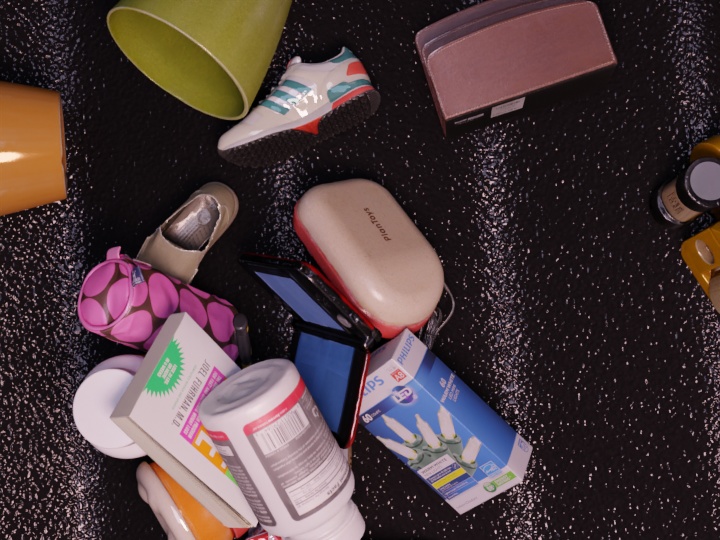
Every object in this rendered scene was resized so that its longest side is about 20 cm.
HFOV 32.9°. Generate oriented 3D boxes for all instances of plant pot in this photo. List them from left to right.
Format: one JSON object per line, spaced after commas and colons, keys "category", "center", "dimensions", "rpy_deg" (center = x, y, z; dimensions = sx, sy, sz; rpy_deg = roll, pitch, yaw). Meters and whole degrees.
{"category": "plant pot", "center": [-0.432, -0.140, 1.390], "dimensions": [0.183, 0.200, 0.201], "rpy_deg": [-4, 86, -11]}
{"category": "plant pot", "center": [-0.155, -0.308, 1.390], "dimensions": [0.187, 0.187, 0.200], "rpy_deg": [31, 73, 6]}

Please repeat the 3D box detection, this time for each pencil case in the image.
{"category": "pencil case", "center": [-0.216, 0.047, 1.354], "dimensions": [0.091, 0.200, 0.094], "rpy_deg": [-14, 65, 28]}

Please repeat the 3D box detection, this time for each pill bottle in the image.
{"category": "pill bottle", "center": [-0.247, 0.148, 1.341], "dimensions": [0.111, 0.200, 0.112], "rpy_deg": [0, 86, 4]}
{"category": "pill bottle", "center": [-0.073, 0.200, 1.246], "dimensions": [0.110, 0.111, 0.200], "rpy_deg": [-26, 107, 2]}

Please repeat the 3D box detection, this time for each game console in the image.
{"category": "game console", "center": [-0.073, 0.081, 1.321], "dimensions": [0.172, 0.200, 0.119], "rpy_deg": [45, 75, -22]}

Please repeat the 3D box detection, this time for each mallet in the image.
{"category": "mallet", "center": [-0.126, 0.091, 1.341], "dimensions": [0.041, 0.200, 0.066], "rpy_deg": [-2, 54, -3]}

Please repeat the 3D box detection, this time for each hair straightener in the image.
{"category": "hair straightener", "center": [0.062, 0.092, 1.408], "dimensions": [0.077, 0.041, 0.201], "rpy_deg": [19, 83, 5]}

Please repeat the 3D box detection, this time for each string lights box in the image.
{"category": "string lights box", "center": [0.081, 0.167, 1.336], "dimensions": [0.200, 0.059, 0.103], "rpy_deg": [43, 128, -11]}

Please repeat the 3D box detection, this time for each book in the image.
{"category": "book", "center": [-0.159, 0.158, 1.276], "dimensions": [0.048, 0.200, 0.134], "rpy_deg": [-9, 44, 40]}

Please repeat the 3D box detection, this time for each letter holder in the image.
{"category": "letter holder", "center": [0.170, -0.256, 1.388], "dimensions": [0.199, 0.101, 0.143], "rpy_deg": [-18, 83, 3]}

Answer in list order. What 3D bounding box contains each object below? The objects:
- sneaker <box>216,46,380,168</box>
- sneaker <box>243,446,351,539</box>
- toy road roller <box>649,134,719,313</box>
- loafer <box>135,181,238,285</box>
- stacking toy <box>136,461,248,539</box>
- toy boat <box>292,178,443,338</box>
{"category": "sneaker", "center": [-0.081, -0.195, 1.427], "dimensions": [0.199, 0.070, 0.094], "rpy_deg": [-24, 67, 5]}
{"category": "sneaker", "center": [-0.074, 0.274, 1.385], "dimensions": [0.112, 0.071, 0.201], "rpy_deg": [11, 89, 2]}
{"category": "toy road roller", "center": [0.431, -0.057, 1.346], "dimensions": [0.146, 0.123, 0.200], "rpy_deg": [-28, 84, -9]}
{"category": "loafer", "center": [-0.219, -0.021, 1.416], "dimensions": [0.076, 0.068, 0.200], "rpy_deg": [33, 89, 6]}
{"category": "stacking toy", "center": [-0.141, 0.238, 1.384], "dimensions": [0.200, 0.146, 0.146], "rpy_deg": [-31, 84, -17]}
{"category": "toy boat", "center": [0.000, 0.000, 1.379], "dimensions": [0.130, 0.131, 0.200], "rpy_deg": [-12, 54, -36]}
